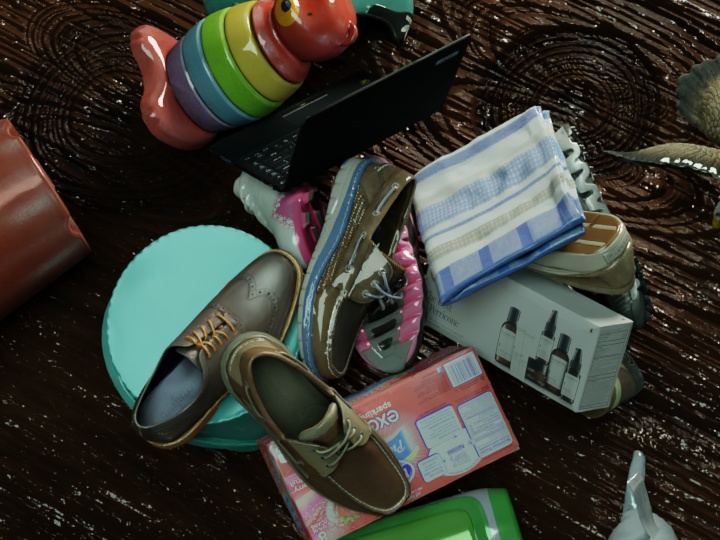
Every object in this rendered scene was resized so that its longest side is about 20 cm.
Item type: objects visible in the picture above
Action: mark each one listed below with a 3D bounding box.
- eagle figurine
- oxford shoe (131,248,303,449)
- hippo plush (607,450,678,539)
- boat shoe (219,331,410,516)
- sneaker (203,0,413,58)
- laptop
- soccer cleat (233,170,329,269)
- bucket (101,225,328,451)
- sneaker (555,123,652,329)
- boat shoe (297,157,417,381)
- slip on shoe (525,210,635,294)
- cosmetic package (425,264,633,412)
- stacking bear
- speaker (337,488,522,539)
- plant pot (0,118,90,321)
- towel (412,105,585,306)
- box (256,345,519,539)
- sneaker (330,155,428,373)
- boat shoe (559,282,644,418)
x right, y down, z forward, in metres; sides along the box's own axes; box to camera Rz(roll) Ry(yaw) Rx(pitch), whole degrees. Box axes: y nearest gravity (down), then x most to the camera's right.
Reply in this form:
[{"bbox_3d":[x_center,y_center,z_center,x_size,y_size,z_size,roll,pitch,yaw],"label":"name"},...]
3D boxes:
[{"bbox_3d":[0.335,-0.094,1.640,0.200,0.152,0.151,45,107,9],"label":"eagle figurine"},{"bbox_3d":[-0.118,0.064,1.554,0.071,0.073,0.200,34,84,12],"label":"oxford shoe"},{"bbox_3d":[0.203,0.289,1.559,0.161,0.159,0.200,-25,95,13],"label":"hippo plush"},{"bbox_3d":[-0.035,0.132,1.518,0.200,0.072,0.076,42,83,-13],"label":"boat shoe"},{"bbox_3d":[-0.050,-0.240,1.748,0.200,0.071,0.080,-3,74,6],"label":"sneaker"},{"bbox_3d":[-0.023,-0.153,1.634,0.177,0.103,0.200,-28,35,-24],"label":"laptop"},{"bbox_3d":[-0.073,-0.060,1.679,0.086,0.070,0.200,-16,34,11],"label":"soccer cleat"},{"bbox_3d":[-0.128,0.059,1.663,0.207,0.135,0.207,-2,78,7],"label":"bucket"},{"bbox_3d":[0.193,-0.028,1.677,0.090,0.066,0.200,-26,75,8],"label":"sneaker"},{"bbox_3d":[0.000,0.000,1.592,0.072,0.072,0.200,7,79,25],"label":"boat shoe"},{"bbox_3d":[0.158,-0.025,1.618,0.200,0.061,0.076,13,55,44],"label":"slip on shoe"},{"bbox_3d":[0.138,0.043,1.615,0.200,0.051,0.083,29,113,41],"label":"cosmetic package"},{"bbox_3d":[-0.094,-0.199,1.691,0.200,0.114,0.121,-26,61,25],"label":"stacking bear"},{"bbox_3d":[0.043,0.253,1.626,0.200,0.088,0.088,-17,77,4],"label":"speaker"},{"bbox_3d":[-0.366,-0.028,1.694,0.195,0.201,0.201,-33,76,-8],"label":"plant pot"},{"bbox_3d":[0.116,-0.060,1.616,0.147,0.024,0.200,-29,32,12],"label":"towel"},{"bbox_3d":[0.023,0.152,1.617,0.200,0.095,0.103,-26,92,-9],"label":"box"},{"bbox_3d":[0.030,-0.001,1.672,0.079,0.095,0.200,-12,70,20],"label":"sneaker"},{"bbox_3d":[0.176,0.048,1.663,0.065,0.073,0.200,-12,55,-38],"label":"boat shoe"}]
